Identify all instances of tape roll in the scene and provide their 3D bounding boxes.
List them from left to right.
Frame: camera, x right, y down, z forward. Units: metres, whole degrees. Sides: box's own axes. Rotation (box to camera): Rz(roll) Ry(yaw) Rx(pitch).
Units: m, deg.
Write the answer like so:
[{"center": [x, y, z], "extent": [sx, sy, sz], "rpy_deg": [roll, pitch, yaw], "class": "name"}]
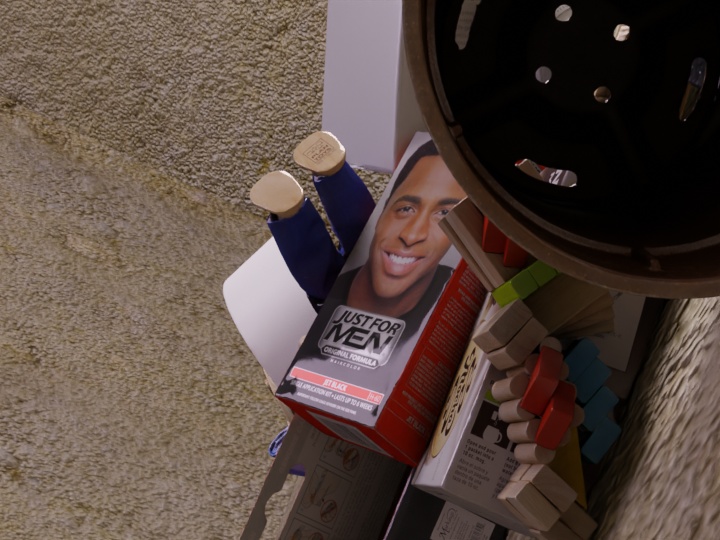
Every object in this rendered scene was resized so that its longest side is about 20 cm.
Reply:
[{"center": [-0.020, 0.061, 1.080], "extent": [0.071, 0.203, 0.203], "rpy_deg": [-40, 6, 8], "class": "tape roll"}]

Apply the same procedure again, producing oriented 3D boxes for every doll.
[{"center": [0.000, 0.000, 0.913], "extent": [0.136, 0.048, 0.201], "rpy_deg": [-44, -45, -17], "class": "doll"}]

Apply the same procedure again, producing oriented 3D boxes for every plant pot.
[{"center": [0.109, -0.098, 0.561], "extent": [0.198, 0.198, 0.202], "rpy_deg": [-119, 53, -85], "class": "plant pot"}]

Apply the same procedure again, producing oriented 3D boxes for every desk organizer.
[{"center": [0.034, 0.211, 0.874], "extent": [0.077, 0.071, 0.202], "rpy_deg": [113, -179, -79], "class": "desk organizer"}]

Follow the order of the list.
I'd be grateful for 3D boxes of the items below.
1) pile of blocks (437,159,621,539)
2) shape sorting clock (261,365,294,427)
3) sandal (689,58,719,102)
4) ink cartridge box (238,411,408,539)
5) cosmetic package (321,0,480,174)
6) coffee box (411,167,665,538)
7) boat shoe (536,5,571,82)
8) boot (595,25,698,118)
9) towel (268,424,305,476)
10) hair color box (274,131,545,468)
[{"center": [0.097, 0.040, 0.663], "extent": [0.062, 0.081, 0.203], "rpy_deg": [127, 132, -80], "class": "pile of blocks"}, {"center": [-0.027, 0.130, 1.126], "extent": [0.039, 0.201, 0.200], "rpy_deg": [-39, 7, 8], "class": "shape sorting clock"}, {"center": [0.204, -0.111, 0.674], "extent": [0.201, 0.044, 0.076], "rpy_deg": [-96, 22, -56], "class": "sandal"}, {"center": [-0.014, 0.183, 0.925], "extent": [0.057, 0.199, 0.164], "rpy_deg": [10, 72, 52], "class": "ink cartridge box"}, {"center": [0.029, -0.172, 0.932], "extent": [0.101, 0.073, 0.203], "rpy_deg": [18, 109, 55], "class": "cosmetic package"}, {"center": [0.107, 0.043, 0.752], "extent": [0.113, 0.079, 0.202], "rpy_deg": [127, 166, -81], "class": "coffee box"}, {"center": [0.121, -0.135, 0.944], "extent": [0.072, 0.071, 0.201], "rpy_deg": [-40, -26, -16], "class": "boat shoe"}, {"center": [0.183, -0.125, 0.882], "extent": [0.155, 0.071, 0.202], "rpy_deg": [106, -170, -69], "class": "boot"}, {"center": [0.038, 0.082, 0.962], "extent": [0.200, 0.024, 0.146], "rpy_deg": [-45, -34, 15], "class": "towel"}, {"center": [0.039, 0.014, 0.842], "extent": [0.101, 0.061, 0.202], "rpy_deg": [11, 66, 47], "class": "hair color box"}]
